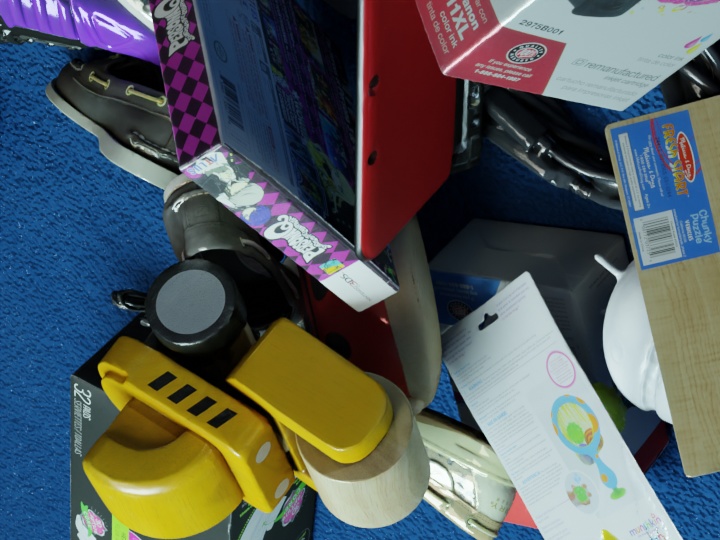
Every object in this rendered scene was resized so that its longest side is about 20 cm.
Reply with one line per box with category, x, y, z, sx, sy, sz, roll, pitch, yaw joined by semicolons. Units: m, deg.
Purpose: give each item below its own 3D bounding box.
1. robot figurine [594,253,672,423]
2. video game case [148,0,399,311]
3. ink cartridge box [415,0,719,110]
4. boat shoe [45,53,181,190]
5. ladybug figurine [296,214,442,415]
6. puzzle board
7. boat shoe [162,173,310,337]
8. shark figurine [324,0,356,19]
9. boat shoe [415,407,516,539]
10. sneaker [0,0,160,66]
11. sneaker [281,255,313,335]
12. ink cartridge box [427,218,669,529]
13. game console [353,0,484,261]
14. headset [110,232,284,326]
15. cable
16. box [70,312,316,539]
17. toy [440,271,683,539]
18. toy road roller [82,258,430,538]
robot figurine;0.225;0.047;1.366;0.200;0.113;0.170;25;144;20
video game case;-0.054;-0.097;1.370;0.036;0.200;0.181;-29;140;20
ink cartridge box;0.142;-0.174;1.190;0.200;0.145;0.083;-37;59;39
boat shoe;-0.150;-0.108;1.557;0.072;0.061;0.201;25;-172;-32
ladybug figurine;0.000;0.000;1.473;0.136;0.072;0.201;93;164;-61
puzzle board;0.227;-0.002;1.284;0.150;0.017;0.201;-14;83;15
boat shoe;-0.076;0.012;1.480;0.067;0.057;0.200;-17;146;7
shark figurine;-0.092;-0.236;1.419;0.214;0.090;0.128;28;136;16
boat shoe;0.009;0.109;1.515;0.200;0.073;0.063;23;92;25
sneaker;-0.192;-0.175;1.511;0.200;0.070;0.099;32;125;-25
sneaker;-0.010;0.079;1.622;0.080;0.074;0.200;14;131;28
ink cartridge box;0.123;0.072;1.508;0.116;0.067;0.200;8;128;36
game console;0.008;-0.140;1.341;0.172;0.118;0.200;49;148;42
headset;-0.102;-0.043;1.547;0.094;0.124;0.200;2;135;-18
cable;0.146;-0.108;1.361;0.200;0.051;0.163;37;135;15
box;-0.121;0.144;1.729;0.148;0.124;0.200;26;135;21
toy;0.132;0.104;1.423;0.115;0.047;0.200;-40;74;52
toy road roller;-0.072;0.105;1.403;0.200;0.146;0.123;31;163;22
